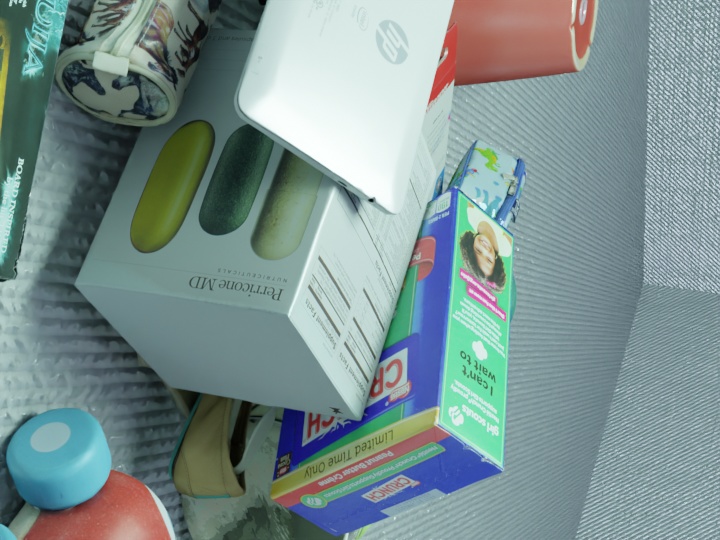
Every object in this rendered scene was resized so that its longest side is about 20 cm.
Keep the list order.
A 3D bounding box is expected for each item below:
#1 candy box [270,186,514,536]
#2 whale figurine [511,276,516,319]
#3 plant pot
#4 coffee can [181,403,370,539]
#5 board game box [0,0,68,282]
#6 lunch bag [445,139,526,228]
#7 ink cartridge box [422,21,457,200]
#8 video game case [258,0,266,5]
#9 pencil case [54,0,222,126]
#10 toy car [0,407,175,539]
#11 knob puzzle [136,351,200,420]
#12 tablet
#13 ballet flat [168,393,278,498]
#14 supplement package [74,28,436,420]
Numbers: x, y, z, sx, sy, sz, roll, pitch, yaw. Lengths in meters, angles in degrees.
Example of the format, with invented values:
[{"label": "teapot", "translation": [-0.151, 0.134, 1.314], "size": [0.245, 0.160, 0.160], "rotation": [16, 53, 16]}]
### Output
[{"label": "candy box", "translation": [0.024, 0.066, 0.841], "size": [0.077, 0.168, 0.202], "rotation": [33, 46, -31]}, {"label": "whale figurine", "translation": [0.077, 0.050, 1.214], "size": [0.200, 0.160, 0.103], "rotation": [-48, 154, 22]}, {"label": "plant pot", "translation": [0.176, -0.308, 1.360], "size": [0.200, 0.175, 0.203], "rotation": [8, 90, -70]}, {"label": "coffee can", "translation": [-0.041, 0.164, 0.995], "size": [0.200, 0.145, 0.148], "rotation": [-29, 124, -64]}, {"label": "board game box", "translation": [-0.209, -0.102, 0.608], "size": [0.135, 0.028, 0.202], "rotation": [27, 72, -69]}, {"label": "lunch bag", "translation": [0.112, -0.038, 1.323], "size": [0.201, 0.082, 0.161], "rotation": [-64, 180, 34]}, {"label": "ink cartridge box", "translation": [0.046, -0.145, 1.189], "size": [0.116, 0.067, 0.202], "rotation": [-54, 153, -54]}, {"label": "video game case", "translation": [-0.053, -0.282, 0.810], "size": [0.200, 0.025, 0.183], "rotation": [-137, -135, -77]}, {"label": "pencil case", "translation": [-0.122, -0.183, 0.742], "size": [0.090, 0.077, 0.202], "rotation": [97, 11, -63]}, {"label": "toy car", "translation": [-0.126, 0.211, 0.703], "size": [0.177, 0.198, 0.186], "rotation": [-60, 150, -46]}, {"label": "knob puzzle", "translation": [-0.126, -0.015, 0.864], "size": [0.219, 0.030, 0.222], "rotation": [9, 90, -70]}, {"label": "tablet", "translation": [0.001, -0.148, 0.710], "size": [0.130, 0.014, 0.202], "rotation": [31, 62, -33]}, {"label": "ballet flat", "translation": [-0.083, 0.076, 0.880], "size": [0.069, 0.062, 0.202], "rotation": [60, 43, -64]}, {"label": "supplement package", "translation": [-0.058, -0.032, 0.776], "size": [0.151, 0.150, 0.202], "rotation": [62, 41, -56]}]
